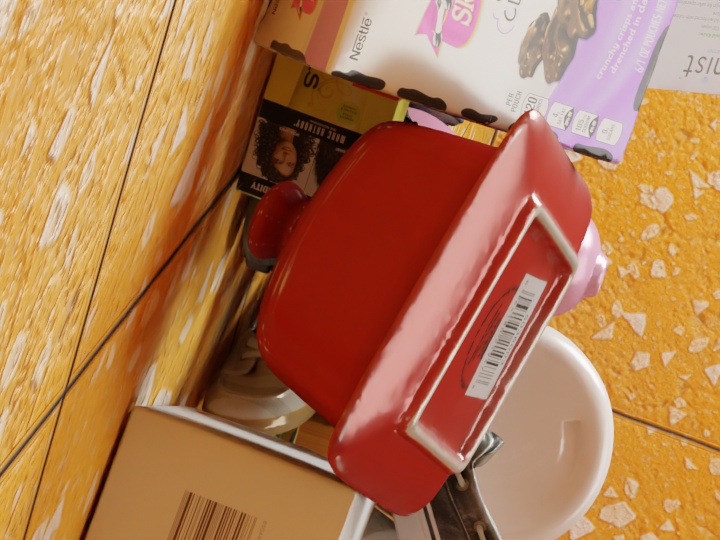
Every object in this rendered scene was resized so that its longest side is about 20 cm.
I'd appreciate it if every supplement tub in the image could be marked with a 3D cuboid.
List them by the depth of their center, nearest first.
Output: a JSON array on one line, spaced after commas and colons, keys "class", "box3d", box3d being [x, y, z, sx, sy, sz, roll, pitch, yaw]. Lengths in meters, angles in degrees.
[{"class": "supplement tub", "box3d": [0.065, 0.097, 1.793, 0.200, 0.144, 0.145, -173, -77, -77]}]

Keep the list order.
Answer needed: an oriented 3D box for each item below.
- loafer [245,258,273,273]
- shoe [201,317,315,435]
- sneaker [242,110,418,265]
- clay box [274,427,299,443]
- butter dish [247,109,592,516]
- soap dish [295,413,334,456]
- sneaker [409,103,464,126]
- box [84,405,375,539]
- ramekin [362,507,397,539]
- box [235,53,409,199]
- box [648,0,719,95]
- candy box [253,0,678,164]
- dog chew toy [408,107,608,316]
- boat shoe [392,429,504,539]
[{"class": "loafer", "box3d": [-0.012, -0.058, 1.699, 0.200, 0.063, 0.072, -65, 171, -50]}, {"class": "shoe", "box3d": [-0.048, 0.045, 1.728, 0.200, 0.070, 0.054, -51, 140, -64]}, {"class": "sneaker", "box3d": [0.013, -0.085, 1.598, 0.076, 0.114, 0.200, 94, 12, -74]}, {"class": "clay box", "box3d": [-0.073, 0.121, 1.839, 0.115, 0.047, 0.201, -64, 173, -52]}, {"class": "butter dish", "box3d": [0.010, 0.003, 1.441, 0.201, 0.147, 0.199, -60, 161, -5]}, {"class": "soap dish", "box3d": [0.016, 0.042, 1.962, 0.201, 0.157, 0.081, -69, 159, -12]}, {"class": "sneaker", "box3d": [0.038, -0.117, 1.930, 0.200, 0.081, 0.074, 95, 16, -72]}, {"class": "box", "box3d": [-0.066, 0.137, 1.513, 0.200, 0.124, 0.098, 28, 82, -85]}, {"class": "ramekin", "box3d": [-0.049, 0.220, 1.785, 0.200, 0.105, 0.201, -35, 149, -25]}, {"class": "box", "box3d": [0.000, -0.126, 1.500, 0.050, 0.075, 0.201, -52, 163, -72]}, {"class": "box", "box3d": [0.133, -0.196, 1.564, 0.097, 0.199, 0.177, 40, -60, 48]}, {"class": "candy box", "box3d": [0.067, -0.160, 1.420, 0.071, 0.199, 0.169, 28, -79, 51]}, {"class": "dog chew toy", "box3d": [0.065, -0.029, 1.866, 0.125, 0.199, 0.125, 20, 90, -83]}, {"class": "boat shoe", "box3d": [0.047, 0.105, 1.602, 0.072, 0.071, 0.201, 44, 31, -83]}]
